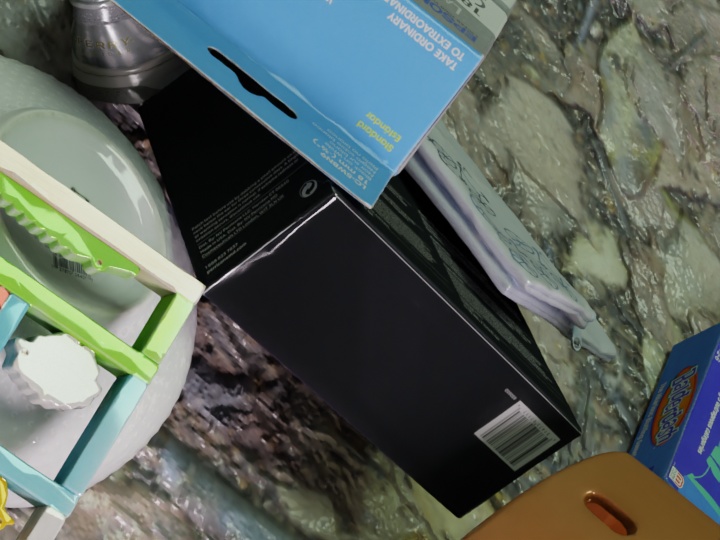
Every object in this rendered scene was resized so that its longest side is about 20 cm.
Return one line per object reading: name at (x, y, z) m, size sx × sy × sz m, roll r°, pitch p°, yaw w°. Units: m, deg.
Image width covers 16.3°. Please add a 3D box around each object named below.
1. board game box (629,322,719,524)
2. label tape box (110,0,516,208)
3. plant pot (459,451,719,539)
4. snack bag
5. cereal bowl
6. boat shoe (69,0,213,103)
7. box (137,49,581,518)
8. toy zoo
board game box at (0.232, 0.148, 1.403) m, size 0.200 × 0.045 × 0.152 m, roll 49°, pitch 37°, yaw -15°
label tape box at (-0.013, -0.122, 1.098) m, size 0.144 × 0.063 × 0.200 m, roll 38°, pitch 22°, yaw -4°
plant pot at (0.108, 0.177, 1.133) m, size 0.200 × 0.200 × 0.140 m, roll -9°, pitch 55°, yaw -52°
snack bag at (0.055, -0.039, 1.241) m, size 0.189 × 0.021 × 0.200 m, roll 53°, pitch 8°, yaw 23°
cereal bowl at (-0.141, -0.008, 1.041) m, size 0.200 × 0.083 × 0.200 m, roll 30°, pitch 44°, yaw -35°
boat shoe at (-0.083, -0.157, 1.209) m, size 0.202 × 0.074 × 0.065 m, roll -57°, pitch 148°, yaw -45°
box at (0.000, 0.000, 1.140) m, size 0.200 × 0.079 × 0.141 m, roll 44°, pitch 17°, yaw -38°
toy zoo at (-0.161, 0.053, 0.948) m, size 0.131 × 0.020 × 0.200 m, roll 36°, pitch 71°, yaw -16°
